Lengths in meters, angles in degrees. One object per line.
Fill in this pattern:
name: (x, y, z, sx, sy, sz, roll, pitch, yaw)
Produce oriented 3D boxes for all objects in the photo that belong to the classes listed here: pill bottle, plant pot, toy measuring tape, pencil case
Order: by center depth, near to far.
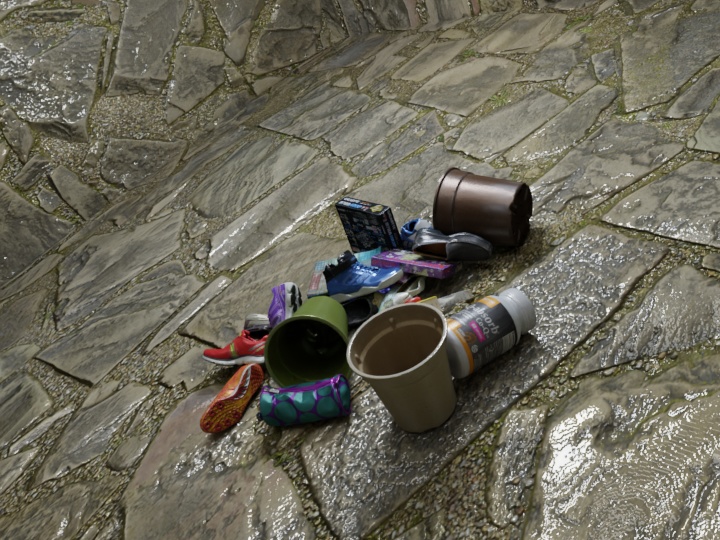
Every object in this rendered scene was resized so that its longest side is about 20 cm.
plant pot: (0.098, 0.197, 1.302, 0.197, 0.185, 0.202, -18, 31, 11)
pill bottle: (0.247, 0.121, 1.368, 0.198, 0.118, 0.116, -28, 30, -20)
pencil case: (-0.118, 0.272, 1.434, 0.197, 0.093, 0.086, -12, 32, 19)
plant pot: (-0.098, 0.150, 1.538, 0.197, 0.203, 0.191, -16, 20, 14)
toy measuring tape: (0.161, 0.087, 1.557, 0.197, 0.075, 0.073, -17, 27, -20)
plant pot: (0.306, -0.146, 1.681, 0.195, 0.203, 0.201, 10, 44, 33)

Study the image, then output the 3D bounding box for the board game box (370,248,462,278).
board game box: (0.138, -0.018, 1.673, 0.197, 0.033, 0.119, 11, 21, 30)

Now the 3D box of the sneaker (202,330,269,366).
sneaker: (-0.295, 0.190, 1.676, 0.196, 0.087, 0.077, -5, -8, 18)

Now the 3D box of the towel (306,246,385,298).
towel: (-0.037, 0.004, 1.755, 0.196, 0.022, 0.148, -13, 34, 17)

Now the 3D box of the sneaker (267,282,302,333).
sneaker: (-0.186, 0.131, 1.645, 0.082, 0.081, 0.204, -9, 68, 23)

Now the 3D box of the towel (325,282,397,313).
towel: (0.001, 0.049, 1.728, 0.197, 0.050, 0.149, -18, 31, 13)

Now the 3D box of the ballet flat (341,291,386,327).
ballet flat: (-0.025, 0.104, 1.639, 0.197, 0.057, 0.068, -23, 72, 14)

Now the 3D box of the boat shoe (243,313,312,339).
boat shoe: (-0.206, 0.150, 1.712, 0.196, 0.072, 0.066, 4, 63, 20)

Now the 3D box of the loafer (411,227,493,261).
loafer: (0.218, -0.048, 1.639, 0.196, 0.074, 0.073, 7, 38, 22)

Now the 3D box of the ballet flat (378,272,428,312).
ballet flat: (0.107, 0.059, 1.616, 0.070, 0.070, 0.200, -13, 27, 41)

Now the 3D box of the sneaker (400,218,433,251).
sneaker: (0.141, -0.097, 1.793, 0.074, 0.083, 0.199, -40, 14, -16)

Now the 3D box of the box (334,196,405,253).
box: (0.026, -0.108, 1.839, 0.046, 0.161, 0.199, -36, 32, -26)

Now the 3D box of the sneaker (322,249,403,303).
sneaker: (-0.001, 0.000, 1.638, 0.197, 0.113, 0.077, -18, 4, 26)

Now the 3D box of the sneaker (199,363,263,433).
sneaker: (-0.296, 0.298, 1.566, 0.077, 0.073, 0.200, -22, 19, 47)
